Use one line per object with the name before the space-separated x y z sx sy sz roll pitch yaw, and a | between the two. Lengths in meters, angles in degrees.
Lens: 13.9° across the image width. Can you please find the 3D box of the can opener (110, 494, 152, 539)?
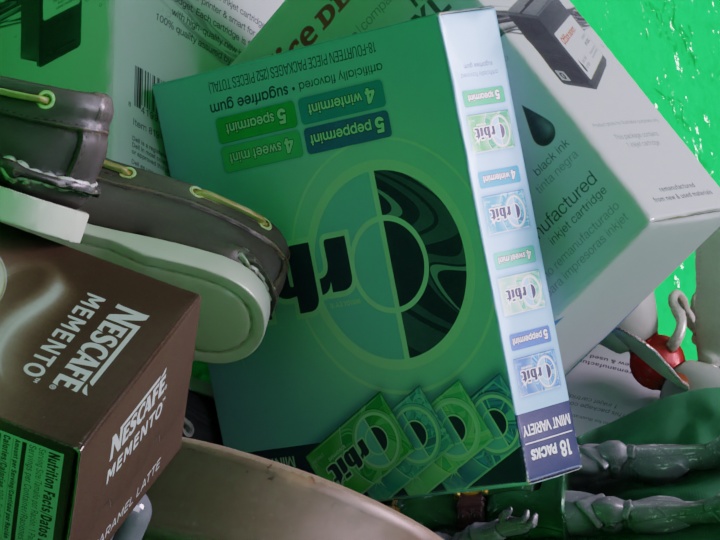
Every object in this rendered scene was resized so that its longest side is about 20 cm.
can opener | -0.128 0.176 1.171 0.053 0.066 0.200 -8 121 -66

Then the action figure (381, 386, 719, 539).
action figure | 0.076 0.102 1.331 0.118 0.200 0.055 -82 157 -45

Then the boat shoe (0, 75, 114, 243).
boat shoe | -0.176 -0.071 1.175 0.072 0.201 0.061 15 98 -56

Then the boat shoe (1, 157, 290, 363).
boat shoe | -0.128 -0.022 1.264 0.060 0.200 0.072 -68 175 -48

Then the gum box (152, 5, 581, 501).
gum box | 0.000 0.000 1.287 0.045 0.170 0.200 -13 92 -50

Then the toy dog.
toy dog | 0.133 -0.003 1.398 0.200 0.096 0.132 30 45 -3

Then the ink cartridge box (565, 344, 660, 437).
ink cartridge box | 0.090 0.153 1.428 0.145 0.085 0.200 93 15 -45

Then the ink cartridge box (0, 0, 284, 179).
ink cartridge box | -0.101 -0.090 1.405 0.147 0.083 0.200 31 52 -47

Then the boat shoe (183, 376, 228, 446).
boat shoe | -0.103 0.070 1.334 0.200 0.074 0.060 44 41 -34

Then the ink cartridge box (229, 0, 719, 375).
ink cartridge box | 0.045 -0.054 1.332 0.200 0.145 0.084 53 30 18

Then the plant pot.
plant pot | -0.069 0.181 1.251 0.200 0.200 0.175 37 64 -44

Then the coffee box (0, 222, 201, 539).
coffee box | -0.175 0.033 1.116 0.114 0.200 0.080 -55 161 -52
